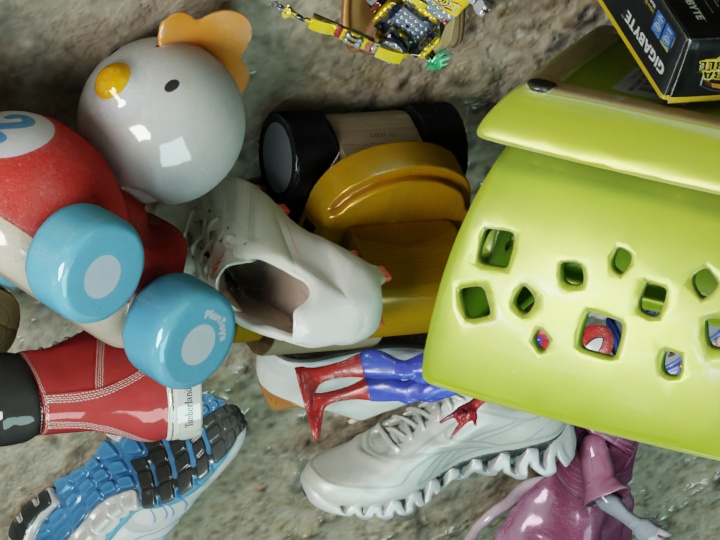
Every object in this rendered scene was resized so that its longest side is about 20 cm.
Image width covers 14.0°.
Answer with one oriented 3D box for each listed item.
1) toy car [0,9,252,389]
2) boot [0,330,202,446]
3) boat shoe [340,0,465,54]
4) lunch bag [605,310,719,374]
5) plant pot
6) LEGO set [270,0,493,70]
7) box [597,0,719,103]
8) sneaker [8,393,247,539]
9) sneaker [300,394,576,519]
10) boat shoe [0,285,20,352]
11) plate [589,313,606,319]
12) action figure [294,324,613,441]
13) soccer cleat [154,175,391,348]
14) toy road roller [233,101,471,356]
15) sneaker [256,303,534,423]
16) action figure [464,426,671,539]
[{"bbox_3d":[-0.135,-0.071,1.628,0.200,0.184,0.177,-57,140,-6],"label":"toy car"},{"bbox_3d":[-0.179,0.056,1.730,0.144,0.200,0.073,-4,103,-11],"label":"boot"},{"bbox_3d":[0.017,-0.190,1.609,0.067,0.072,0.200,-17,142,-10],"label":"boat shoe"},{"bbox_3d":[0.256,0.024,1.950,0.200,0.160,0.076,-31,112,10],"label":"lunch bag"},{"bbox_3d":[0.165,-0.026,1.634,0.200,0.199,0.182,-38,138,-59],"label":"plant pot"},{"bbox_3d":[-0.004,-0.179,1.503,0.154,0.116,0.200,-33,113,33],"label":"LEGO set"},{"bbox_3d":[0.202,-0.177,1.624,0.160,0.200,0.049,-4,135,-25],"label":"box"},{"bbox_3d":[-0.142,0.146,1.941,0.200,0.075,0.087,-36,150,26],"label":"sneaker"},{"bbox_3d":[0.052,0.111,2.009,0.200,0.075,0.081,-16,129,-16],"label":"sneaker"},{"bbox_3d":[-0.299,0.027,1.696,0.201,0.066,0.072,-2,112,-32],"label":"boat shoe"},{"bbox_3d":[0.209,-0.015,1.875,0.199,0.032,0.200,-25,180,1],"label":"plate"},{"bbox_3d":[0.062,0.065,1.848,0.200,0.052,0.065,-15,145,-1],"label":"action figure"},{"bbox_3d":[-0.067,-0.007,1.692,0.078,0.200,0.069,-11,116,-39],"label":"soccer cleat"},{"bbox_3d":[0.000,0.000,1.768,0.123,0.146,0.200,-4,139,-25],"label":"toy road roller"},{"bbox_3d":[0.028,0.056,1.924,0.200,0.073,0.085,-3,142,-10],"label":"sneaker"},{"bbox_3d":[0.165,0.140,2.105,0.149,0.134,0.200,20,123,10],"label":"action figure"}]
